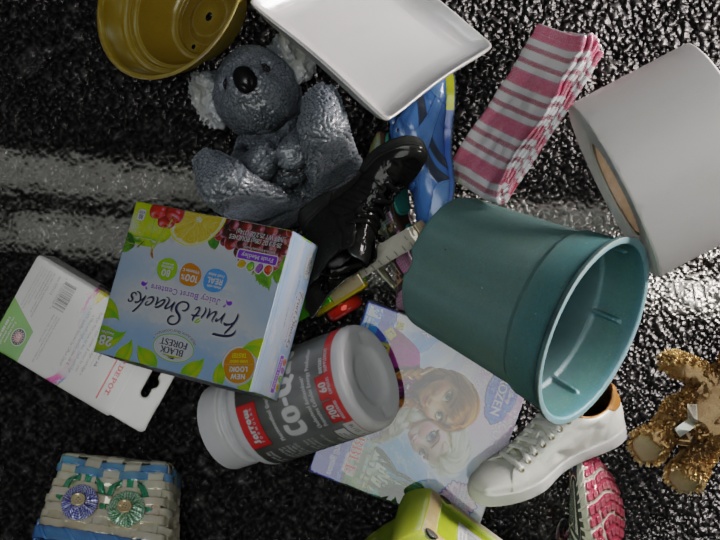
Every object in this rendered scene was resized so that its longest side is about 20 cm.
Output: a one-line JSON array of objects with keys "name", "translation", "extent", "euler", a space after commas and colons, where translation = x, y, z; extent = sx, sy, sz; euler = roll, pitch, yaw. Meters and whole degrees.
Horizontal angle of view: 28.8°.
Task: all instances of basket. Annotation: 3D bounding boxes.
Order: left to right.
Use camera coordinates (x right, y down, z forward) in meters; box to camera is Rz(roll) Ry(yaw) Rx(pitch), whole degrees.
[{"name": "basket", "translation": [-0.276, 0.302, 1.517], "extent": [0.175, 0.139, 0.202], "euler": [4, 80, 4]}]

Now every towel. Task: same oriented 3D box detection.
[{"name": "towel", "translation": [0.168, -0.170, 1.491], "extent": [0.030, 0.146, 0.201], "euler": [32, 92, -23]}]

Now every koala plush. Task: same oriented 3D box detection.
[{"name": "koala plush", "translation": [-0.101, -0.159, 1.520], "extent": [0.176, 0.184, 0.201], "euler": [-29, 66, 6]}]

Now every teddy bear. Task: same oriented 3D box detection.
[{"name": "teddy bear", "translation": [0.376, 0.147, 1.514], "extent": [0.144, 0.067, 0.201], "euler": [22, 97, 14]}]

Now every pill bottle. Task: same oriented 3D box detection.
[{"name": "pill bottle", "translation": [-0.069, 0.140, 1.488], "extent": [0.199, 0.114, 0.115], "euler": [-22, 87, 29]}]

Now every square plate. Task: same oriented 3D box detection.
[{"name": "square plate", "translation": [0.012, -0.256, 1.499], "extent": [0.198, 0.029, 0.200], "euler": [41, 49, 13]}]

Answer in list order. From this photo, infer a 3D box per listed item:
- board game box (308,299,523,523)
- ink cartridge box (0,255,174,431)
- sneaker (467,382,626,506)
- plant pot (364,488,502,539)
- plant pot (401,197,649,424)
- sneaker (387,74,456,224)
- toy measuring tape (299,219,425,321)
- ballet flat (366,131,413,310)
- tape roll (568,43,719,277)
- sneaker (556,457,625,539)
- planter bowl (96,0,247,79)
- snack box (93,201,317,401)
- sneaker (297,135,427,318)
[{"name": "board game box", "translation": [0.068, 0.159, 1.542], "extent": [0.198, 0.041, 0.202], "euler": [19, 91, 4]}, {"name": "ink cartridge box", "translation": [-0.292, 0.082, 1.558], "extent": [0.199, 0.067, 0.118], "euler": [30, 90, 5]}, {"name": "sneaker", "translation": [0.192, 0.174, 1.482], "extent": [0.199, 0.073, 0.085], "euler": [-26, 123, -24]}, {"name": "plant pot", "translation": [0.070, 0.350, 1.445], "extent": [0.198, 0.200, 0.182], "euler": [36, 101, 1]}, {"name": "plant pot", "translation": [0.160, 0.026, 1.441], "extent": [0.195, 0.200, 0.201], "euler": [25, 91, 32]}, {"name": "sneaker", "translation": [0.061, -0.126, 1.521], "extent": [0.078, 0.066, 0.202], "euler": [3, 79, -15]}, {"name": "toy measuring tape", "translation": [0.000, 0.000, 1.524], "extent": [0.199, 0.074, 0.074], "euler": [-32, 87, 22]}, {"name": "ballet flat", "translation": [0.030, -0.050, 1.541], "extent": [0.071, 0.069, 0.202], "euler": [-19, 89, 20]}, {"name": "tape roll", "translation": [0.321, -0.113, 1.448], "extent": [0.138, 0.203, 0.204], "euler": [-28, 87, 4]}, {"name": "sneaker", "translation": [0.238, 0.297, 1.512], "extent": [0.074, 0.080, 0.202], "euler": [-7, 79, 36]}, {"name": "planter bowl", "translation": [-0.186, -0.290, 1.533], "extent": [0.199, 0.083, 0.202], "euler": [-9, 72, 29]}, {"name": "snack box", "translation": [-0.161, 0.030, 1.456], "extent": [0.199, 0.068, 0.170], "euler": [12, 82, 28]}, {"name": "sneaker", "translation": [0.000, -0.046, 1.462], "extent": [0.199, 0.060, 0.105], "euler": [-35, 49, 21]}]
